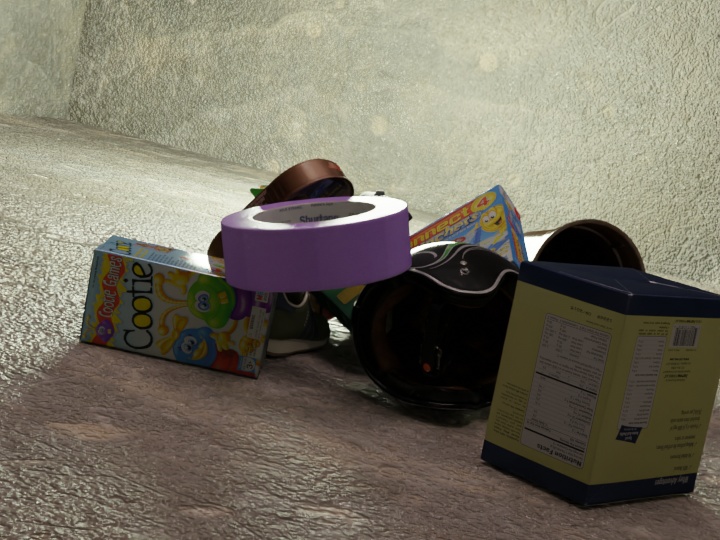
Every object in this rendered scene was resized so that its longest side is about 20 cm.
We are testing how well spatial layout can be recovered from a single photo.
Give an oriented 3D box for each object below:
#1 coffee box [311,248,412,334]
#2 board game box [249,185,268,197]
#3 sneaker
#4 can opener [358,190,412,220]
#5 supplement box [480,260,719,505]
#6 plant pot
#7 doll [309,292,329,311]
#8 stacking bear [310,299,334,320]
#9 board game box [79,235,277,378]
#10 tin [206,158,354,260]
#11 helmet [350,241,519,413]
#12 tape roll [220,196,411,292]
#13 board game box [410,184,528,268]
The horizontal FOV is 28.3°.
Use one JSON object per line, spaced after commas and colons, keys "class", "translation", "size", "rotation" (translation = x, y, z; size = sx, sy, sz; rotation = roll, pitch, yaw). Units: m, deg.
{"class": "coffee box", "translation": [0.000, 0.000, 1.739], "size": [0.200, 0.122, 0.044], "rotation": [41, -18, 46]}
{"class": "board game box", "translation": [-0.064, -0.057, 1.956], "size": [0.095, 0.030, 0.200], "rotation": [6, -28, 40]}
{"class": "sneaker", "translation": [-0.080, 0.047, 1.733], "size": [0.066, 0.091, 0.200], "rotation": [13, 8, 18]}
{"class": "can opener", "translation": [0.033, -0.071, 1.853], "size": [0.077, 0.064, 0.200], "rotation": [-5, 6, -10]}
{"class": "supplement box", "translation": [0.245, 0.107, 1.401], "size": [0.198, 0.203, 0.133], "rotation": [4, 11, -45]}
{"class": "plant pot", "translation": [0.309, 0.018, 2.206], "size": [0.197, 0.204, 0.198], "rotation": [9, 1, -18]}
{"class": "doll", "translation": [-0.018, 0.021, 1.836], "size": [0.135, 0.049, 0.202], "rotation": [4, 49, -39]}
{"class": "stacking bear", "translation": [-0.056, 0.019, 1.930], "size": [0.198, 0.123, 0.114], "rotation": [24, 16, 13]}
{"class": "board game box", "translation": [-0.195, 0.038, 1.572], "size": [0.197, 0.105, 0.105], "rotation": [12, 10, 0]}
{"class": "tin", "translation": [-0.094, -0.053, 1.650], "size": [0.112, 0.200, 0.042], "rotation": [23, 31, -54]}
{"class": "helmet", "translation": [0.105, 0.061, 1.580], "size": [0.198, 0.203, 0.189], "rotation": [18, 16, 36]}
{"class": "tape roll", "translation": [-0.046, -0.030, 1.495], "size": [0.197, 0.067, 0.200], "rotation": [-5, 12, 1]}
{"class": "board game box", "translation": [0.111, 0.005, 1.776], "size": [0.056, 0.198, 0.197], "rotation": [52, 17, -25]}
